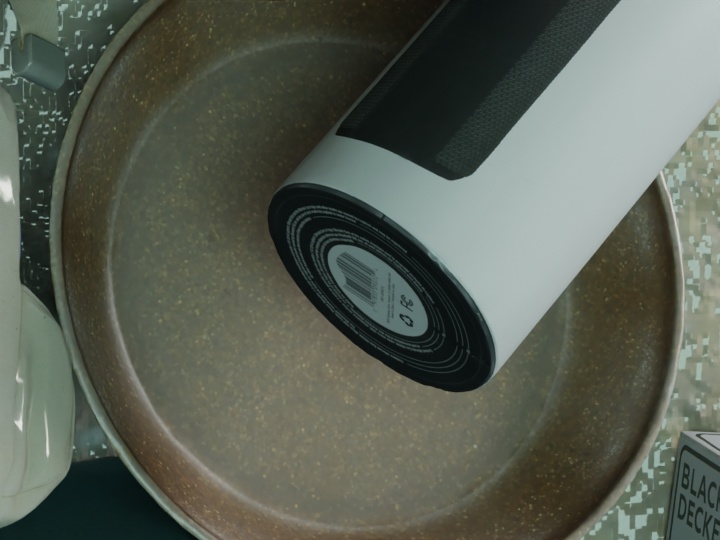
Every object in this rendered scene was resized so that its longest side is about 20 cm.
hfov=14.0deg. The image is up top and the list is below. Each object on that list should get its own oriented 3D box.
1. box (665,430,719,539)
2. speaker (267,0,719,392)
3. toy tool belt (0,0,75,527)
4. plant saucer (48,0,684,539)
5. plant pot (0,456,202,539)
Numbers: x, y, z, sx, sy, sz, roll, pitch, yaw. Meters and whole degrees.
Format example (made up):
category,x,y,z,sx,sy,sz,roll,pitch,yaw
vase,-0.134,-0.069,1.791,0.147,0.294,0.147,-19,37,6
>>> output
category,x,y,z,sx,sy,sz,roll,pitch,yaw
box,0.131,0.159,0.912,0.060,0.117,0.202,5,99,-14
speaker,0.064,-0.063,0.842,0.081,0.081,0.200,49,65,-17
toy tool belt,-0.156,-0.012,0.795,0.125,0.122,0.201,24,56,-52
plant saucer,0.000,0.000,0.863,0.199,0.037,0.202,5,77,-21
plant pot,-0.095,0.149,0.801,0.140,0.200,0.142,-7,101,-15
